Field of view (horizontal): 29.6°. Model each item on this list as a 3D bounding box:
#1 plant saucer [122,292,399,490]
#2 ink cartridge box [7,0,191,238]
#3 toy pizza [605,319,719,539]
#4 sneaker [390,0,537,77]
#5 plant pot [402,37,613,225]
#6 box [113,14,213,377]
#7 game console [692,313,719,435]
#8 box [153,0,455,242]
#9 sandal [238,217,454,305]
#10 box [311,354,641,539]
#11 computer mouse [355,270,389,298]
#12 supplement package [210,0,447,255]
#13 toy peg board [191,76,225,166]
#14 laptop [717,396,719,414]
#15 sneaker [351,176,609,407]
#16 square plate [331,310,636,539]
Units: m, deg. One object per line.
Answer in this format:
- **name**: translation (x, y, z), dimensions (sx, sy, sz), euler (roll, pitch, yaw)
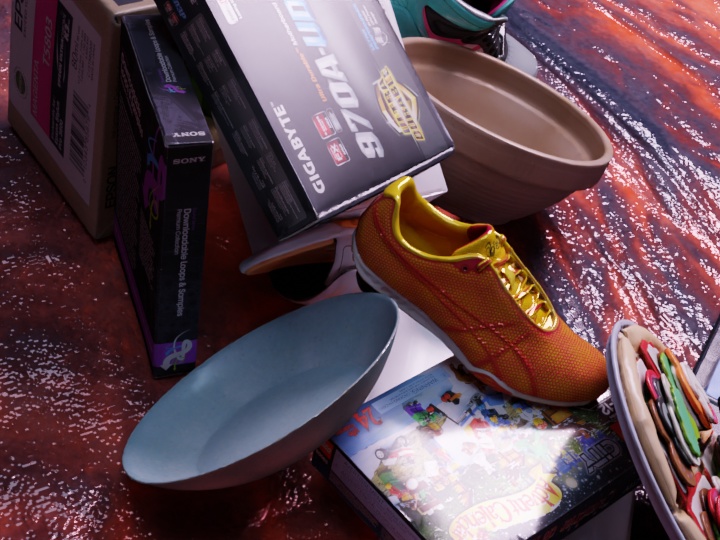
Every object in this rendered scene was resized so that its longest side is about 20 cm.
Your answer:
- **plant saucer**: translation (-0.055, 0.085, 0.862), dimensions (0.199, 0.039, 0.201), euler (-27, 18, 9)
- **ink cartridge box**: translation (-0.199, -0.154, 1.026), dimensions (0.074, 0.202, 0.165), euler (-18, 49, -33)
- **toy pizza**: translation (0.215, 0.120, 0.866), dimensions (0.031, 0.200, 0.202), euler (-27, 36, 22)
- **sneaker**: translation (0.111, -0.224, 1.209), dimensions (0.198, 0.120, 0.085), euler (13, 59, -37)
- **plant pot**: translation (0.098, -0.101, 1.112), dimensions (0.198, 0.094, 0.202), euler (21, 25, -10)
- **box**: translation (-0.136, -0.049, 0.924), dimensions (0.036, 0.202, 0.144), euler (-8, 45, -18)
- **game console**: translation (0.344, 0.062, 0.998), dimensions (0.171, 0.120, 0.200), euler (27, 42, 15)
- **box**: translation (-0.038, -0.138, 0.918), dimensions (0.158, 0.046, 0.202), euler (-28, 91, -46)
- **sandal**: translation (0.006, -0.002, 1.012), dimensions (0.205, 0.079, 0.060), euler (-8, 79, -42)
- **box**: translation (0.086, 0.117, 0.882), dimensions (0.199, 0.038, 0.136), euler (-25, 54, -36)
- **computer mouse**: translation (0.054, 0.010, 0.995), dimensions (0.199, 0.034, 0.059), euler (1, 54, -54)
- **supplement package**: translation (-0.036, -0.127, 1.034), dimensions (0.118, 0.121, 0.203), euler (-13, 82, -30)
- **toy peg board**: translation (-0.140, -0.199, 1.172), dimensions (0.199, 0.099, 0.199), euler (-27, 55, -38)
- **laptop**: translation (0.289, 0.142, 0.813), dimensions (0.115, 0.201, 0.189), euler (-23, 36, 21)
- **sneaker**: translation (0.084, 0.018, 0.890), dimensions (0.199, 0.077, 0.073), euler (34, 40, -3)
- **square plate**: translation (0.096, 0.114, 0.939), dimensions (0.196, 0.029, 0.201), euler (19, 41, 5)
